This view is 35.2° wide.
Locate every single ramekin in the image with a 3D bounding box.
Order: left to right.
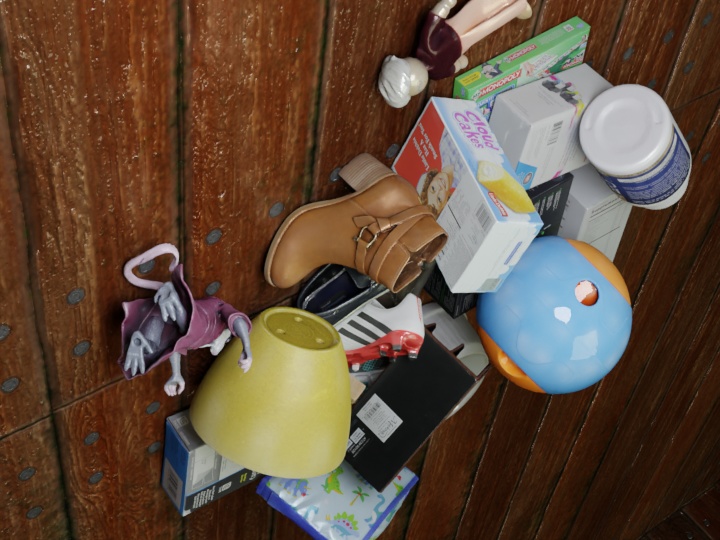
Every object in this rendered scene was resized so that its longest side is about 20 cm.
[{"bbox_3d":[0.103,0.149,1.690,0.201,0.094,0.203,-31,148,-22],"label":"ramekin"}]

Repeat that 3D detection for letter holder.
[{"bbox_3d":[0.070,0.174,1.505,0.200,0.100,0.142,-50,169,13],"label":"letter holder"}]

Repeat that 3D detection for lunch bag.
[{"bbox_3d":[-0.038,0.317,1.603,0.128,0.169,0.200,-59,168,23],"label":"lunch bag"}]

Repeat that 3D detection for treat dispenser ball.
[{"bbox_3d":[0.248,0.057,1.456,0.200,0.201,0.202,-30,147,-22],"label":"treat dispenser ball"}]

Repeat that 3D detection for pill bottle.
[{"bbox_3d":[0.350,-0.144,1.414,0.111,0.111,0.200,-47,150,7],"label":"pill bottle"}]

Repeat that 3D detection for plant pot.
[{"bbox_3d":[-0.091,0.129,1.355,0.199,0.199,0.143,-5,122,-46],"label":"plant pot"}]

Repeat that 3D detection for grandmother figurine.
[{"bbox_3d":[0.099,-0.250,1.229,0.200,0.061,0.122,-41,141,-11],"label":"grandmother figurine"}]

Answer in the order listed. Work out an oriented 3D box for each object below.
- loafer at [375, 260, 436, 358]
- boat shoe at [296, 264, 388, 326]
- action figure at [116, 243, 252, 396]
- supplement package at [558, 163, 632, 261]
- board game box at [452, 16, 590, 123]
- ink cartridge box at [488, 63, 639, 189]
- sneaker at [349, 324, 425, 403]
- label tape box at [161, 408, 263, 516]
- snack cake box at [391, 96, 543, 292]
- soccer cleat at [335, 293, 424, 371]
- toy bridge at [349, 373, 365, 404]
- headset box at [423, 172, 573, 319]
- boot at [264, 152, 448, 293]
[{"bbox_3d":[0.035,0.027,1.495,0.071,0.073,0.202,4,120,-30],"label":"loafer"},{"bbox_3d":[0.000,0.000,1.405,0.199,0.075,0.062,-40,155,3],"label":"boat shoe"},{"bbox_3d":[-0.196,0.057,1.250,0.133,0.151,0.200,-20,176,19],"label":"action figure"},{"bbox_3d":[0.309,-0.074,1.643,0.113,0.110,0.201,-26,146,-26],"label":"supplement package"},{"bbox_3d":[0.194,-0.219,1.408,0.199,0.029,0.135,-29,146,-24],"label":"board game box"},{"bbox_3d":[0.248,-0.182,1.421,0.199,0.068,0.116,-23,145,-32],"label":"ink cartridge box"},{"bbox_3d":[0.019,0.126,1.581,0.198,0.092,0.078,-11,148,-4],"label":"sneaker"},{"bbox_3d":[-0.160,0.220,1.494,0.199,0.063,0.145,-23,144,-31],"label":"label tape box"},{"bbox_3d":[0.116,-0.087,1.289,0.067,0.201,0.115,0,139,-30],"label":"snack cake box"},{"bbox_3d":[-0.004,0.079,1.450,0.198,0.086,0.068,-12,148,34],"label":"soccer cleat"},{"bbox_3d":[-0.046,0.174,1.518,0.027,0.067,0.200,-50,175,-26],"label":"toy bridge"},{"bbox_3d":[0.182,-0.059,1.526,0.199,0.093,0.175,-28,146,-25],"label":"headset box"},{"bbox_3d":[-0.008,-0.022,1.285,0.200,0.155,0.074,-48,149,8],"label":"boot"}]
